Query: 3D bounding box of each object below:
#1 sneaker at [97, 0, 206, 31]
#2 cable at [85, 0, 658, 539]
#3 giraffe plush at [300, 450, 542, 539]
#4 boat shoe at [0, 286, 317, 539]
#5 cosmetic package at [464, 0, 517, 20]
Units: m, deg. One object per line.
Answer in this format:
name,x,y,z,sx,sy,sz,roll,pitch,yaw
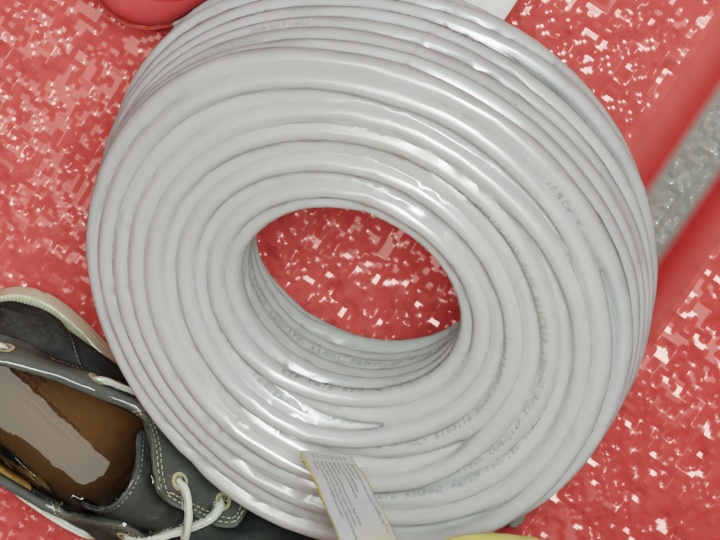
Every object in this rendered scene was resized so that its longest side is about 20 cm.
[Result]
sneaker,-0.042,-0.164,0.919,0.078,0.116,0.201,33,105,3
cable,0.000,0.000,0.930,0.199,0.069,0.200,30,127,0
giraffe plush,-0.011,0.177,0.873,0.172,0.200,0.163,9,115,-4
boat shoe,-0.074,0.086,1.001,0.200,0.068,0.072,37,103,0
cosmetic package,0.041,-0.143,0.941,0.082,0.051,0.200,35,105,2
